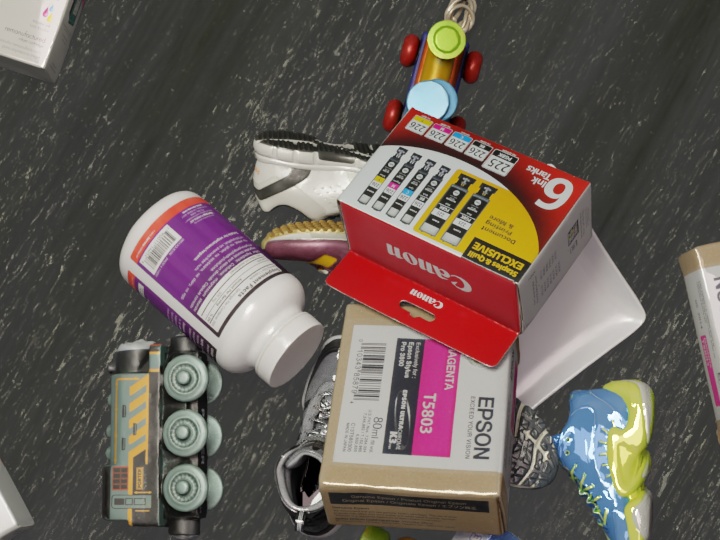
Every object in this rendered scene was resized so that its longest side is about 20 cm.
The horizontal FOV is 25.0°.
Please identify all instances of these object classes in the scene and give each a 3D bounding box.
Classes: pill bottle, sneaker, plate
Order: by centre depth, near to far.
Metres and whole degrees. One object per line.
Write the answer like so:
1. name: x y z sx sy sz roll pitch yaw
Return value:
1. sneaker: -0.033 0.159 1.573 0.075 0.114 0.202 9 84 9
2. pill bottle: -0.132 0.021 1.576 0.200 0.113 0.113 40 84 18
3. sneaker: 0.106 0.153 1.584 0.199 0.086 0.078 29 74 18
4. sneaker: 0.236 0.207 1.601 0.104 0.076 0.202 2 75 12
5. plate: 0.157 0.028 1.608 0.199 0.032 0.201 -37 108 -6
6. sneaker: 0.000 0.000 1.609 0.198 0.075 0.091 2 99 -8
7. sneaker: -0.014 -0.087 1.641 0.198 0.074 0.081 9 110 -3

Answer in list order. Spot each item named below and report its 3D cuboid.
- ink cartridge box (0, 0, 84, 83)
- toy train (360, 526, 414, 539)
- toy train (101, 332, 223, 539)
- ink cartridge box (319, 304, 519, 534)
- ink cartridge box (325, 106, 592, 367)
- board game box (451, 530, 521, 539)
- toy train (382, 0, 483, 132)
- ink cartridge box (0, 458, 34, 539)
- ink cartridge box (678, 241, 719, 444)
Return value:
1. ink cartridge box: -0.337 -0.307 1.659 0.115 0.067 0.202 17 83 2
2. toy train: 0.049 0.279 1.579 0.115 0.085 0.201 24 82 19
3. toy train: -0.197 0.162 1.596 0.113 0.085 0.202 -2 82 9
4. ink cartridge box: 0.057 0.132 1.486 0.163 0.075 0.201 1 53 10
5. ink cartridge box: 0.086 -0.033 1.498 0.199 0.084 0.176 25 61 25
6. board game box: 0.118 0.352 1.525 0.199 0.043 0.201 38 81 -40
7. toy train: 0.084 -0.225 1.625 0.084 0.116 0.202 15 83 1
8. ink cartridge box: -0.443 0.236 1.581 0.199 0.083 0.146 -29 84 -3
9. ink cartridge box: 0.421 0.062 1.611 0.163 0.075 0.202 -11 84 -3
